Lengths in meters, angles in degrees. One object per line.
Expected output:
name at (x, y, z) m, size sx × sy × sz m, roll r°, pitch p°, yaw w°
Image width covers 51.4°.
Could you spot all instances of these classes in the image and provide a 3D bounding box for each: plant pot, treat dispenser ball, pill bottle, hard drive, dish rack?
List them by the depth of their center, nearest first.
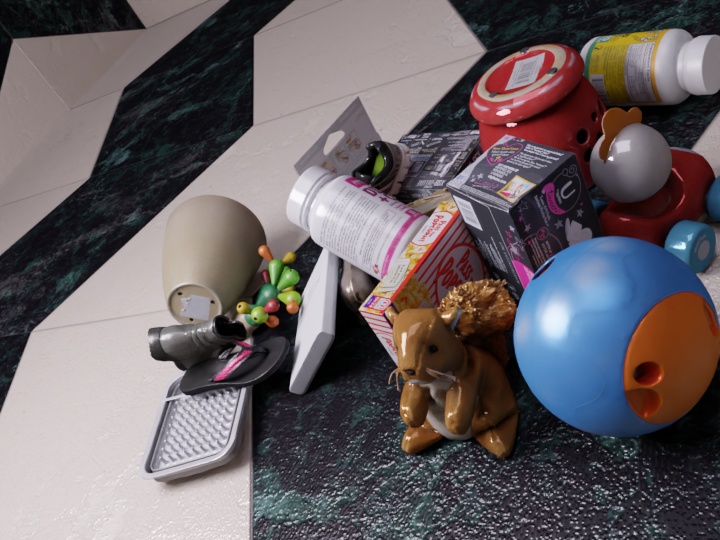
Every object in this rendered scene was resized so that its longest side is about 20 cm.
treat dispenser ball at (0.258, 0.067, 0.764) m, size 0.200 × 0.201 × 0.202 m, roll -22°, pitch 35°, yaw 16°
pill bottle at (-0.003, -0.069, 1.097) m, size 0.199 × 0.114 × 0.114 m, roll 30°, pitch 63°, yaw 19°
dish rack at (-0.235, 0.224, 1.126) m, size 0.171 × 0.044 × 0.201 m, roll -19°, pitch 36°, yaw 20°
hard drive at (-0.067, 0.069, 1.128) m, size 0.201 × 0.026 × 0.132 m, roll -88°, pitch 20°, yaw -51°
plant pot at (0.271, -0.228, 1.147) m, size 0.199 × 0.183 × 0.201 m, roll -24°, pitch 33°, yaw 17°
pill bottle at (0.450, -0.313, 1.162) m, size 0.199 × 0.113 × 0.113 m, roll 12°, pitch 54°, yaw 48°
plant pot at (-0.264, 0.001, 1.289) m, size 0.186 × 0.188 × 0.201 m, roll -23°, pitch 32°, yaw 16°

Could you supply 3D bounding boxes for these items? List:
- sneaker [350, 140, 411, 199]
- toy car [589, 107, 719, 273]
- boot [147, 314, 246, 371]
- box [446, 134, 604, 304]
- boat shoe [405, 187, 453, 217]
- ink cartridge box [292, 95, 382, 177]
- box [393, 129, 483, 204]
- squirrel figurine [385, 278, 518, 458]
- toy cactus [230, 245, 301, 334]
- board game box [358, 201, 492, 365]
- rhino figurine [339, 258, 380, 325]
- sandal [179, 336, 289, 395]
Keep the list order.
sneaker at (0.016, -0.130, 1.265) m, size 0.073 × 0.087 × 0.201 m, roll 21°, pitch 92°, yaw 45°
toy car at (0.353, -0.126, 0.929) m, size 0.177 × 0.201 × 0.184 m, roll -44°, pitch 35°, yaw -16°
boot at (-0.237, 0.114, 1.185) m, size 0.130 × 0.200 × 0.068 m, roll -11°, pitch 79°, yaw 8°
box at (0.219, -0.052, 0.948) m, size 0.115 × 0.201 × 0.132 m, roll -39°, pitch 34°, yaw -11°
boat shoe at (0.130, -0.097, 1.194) m, size 0.199 × 0.074 × 0.070 m, roll -14°, pitch 44°, yaw 28°
ink cartridge box at (-0.034, -0.183, 1.349) m, size 0.043 × 0.174 × 0.200 m, roll 10°, pitch 52°, yaw 46°
box at (0.120, -0.179, 1.327) m, size 0.199 × 0.050 × 0.158 m, roll 5°, pitch 50°, yaw 44°
squirrel figurine at (0.103, 0.095, 0.873) m, size 0.141 × 0.187 × 0.201 m, roll -1°, pitch 45°, yaw 39°
toy cactus at (-0.169, 0.052, 1.237) m, size 0.165 × 0.102 × 0.200 m, roll -43°, pitch 21°, yaw 19°
board game box at (0.101, 0.032, 0.986) m, size 0.046 × 0.152 × 0.200 m, roll 9°, pitch 53°, yaw 46°
rhino figurine at (0.000, 0.000, 1.169) m, size 0.059 × 0.088 × 0.201 m, roll -23°, pitch 35°, yaw 14°
sandal at (-0.197, 0.140, 1.120) m, size 0.199 × 0.045 × 0.075 m, roll -18°, pitch 35°, yaw 21°
